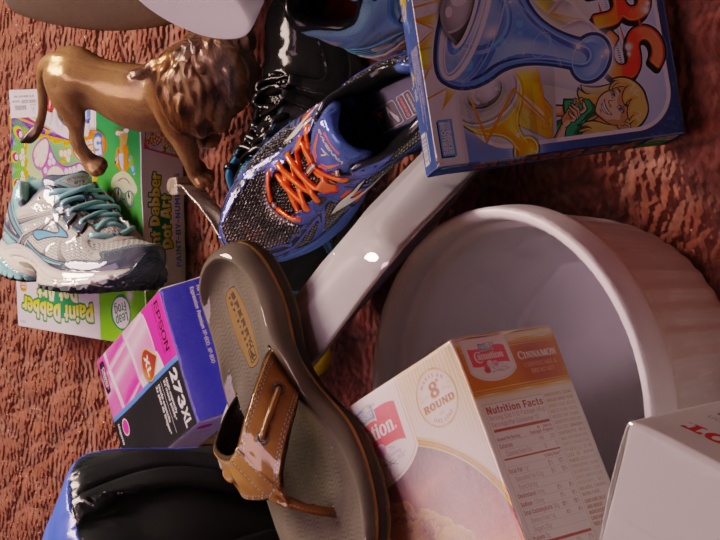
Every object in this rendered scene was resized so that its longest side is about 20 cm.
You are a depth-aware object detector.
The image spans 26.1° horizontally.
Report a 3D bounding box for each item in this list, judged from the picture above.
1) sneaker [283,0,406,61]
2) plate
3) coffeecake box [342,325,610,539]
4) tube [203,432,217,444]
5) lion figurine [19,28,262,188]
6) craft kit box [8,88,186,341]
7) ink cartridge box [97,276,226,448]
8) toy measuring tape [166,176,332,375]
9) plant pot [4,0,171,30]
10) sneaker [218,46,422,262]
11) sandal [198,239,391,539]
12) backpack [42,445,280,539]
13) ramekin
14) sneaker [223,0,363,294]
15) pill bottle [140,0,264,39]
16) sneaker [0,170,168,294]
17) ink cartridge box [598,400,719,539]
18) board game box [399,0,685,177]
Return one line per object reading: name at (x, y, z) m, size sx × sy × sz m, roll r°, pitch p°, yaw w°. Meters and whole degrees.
sneaker at (0.030, -0.178, 0.898) m, size 0.199 × 0.089 × 0.079 m, roll -31°, pitch 71°, yaw 45°
plate at (0.000, 0.000, 0.879) m, size 0.032 × 0.200 × 0.200 m, roll 40°, pitch 129°, yaw 1°
coffeecake box at (0.056, 0.151, 0.757) m, size 0.153 × 0.073 × 0.202 m, roll -37°, pitch 66°, yaw 45°
tube at (-0.119, 0.097, 1.137) m, size 0.199 × 0.052 × 0.058 m, roll -6°, pitch 48°, yaw 53°
lion figurine at (-0.159, -0.122, 1.067) m, size 0.123 × 0.198 × 0.073 m, roll 76°, pitch -161°, yaw -52°
craft kit box at (-0.210, -0.047, 1.226) m, size 0.199 × 0.048 × 0.200 m, roll 4°, pitch 100°, yaw 49°
ink cartridge box at (-0.128, 0.073, 1.068) m, size 0.200 × 0.037 × 0.096 m, roll -40°, pitch 64°, yaw 55°
toy measuring tape at (-0.083, 0.014, 1.067) m, size 0.200 × 0.073 × 0.074 m, roll 45°, pitch 125°, yaw 36°
plant pot at (-0.136, -0.243, 1.033) m, size 0.133 × 0.200 × 0.202 m, roll 22°, pitch 115°, yaw 8°
sneaker at (-0.014, -0.074, 0.917) m, size 0.200 × 0.078 × 0.076 m, roll -40°, pitch 81°, yaw 20°
sandal at (-0.047, 0.072, 0.774) m, size 0.082 × 0.054 × 0.201 m, roll -45°, pitch 58°, yaw 42°
backpack at (-0.089, 0.198, 0.887) m, size 0.169 × 0.199 × 0.163 m, roll -63°, pitch 39°, yaw 25°
ramekin at (0.109, 0.064, 0.822) m, size 0.199 × 0.104 × 0.202 m, roll 8°, pitch 101°, yaw 48°
sneaker at (-0.044, -0.084, 1.000) m, size 0.073 × 0.081 × 0.202 m, roll -6°, pitch 87°, yaw 52°
pill bottle at (-0.064, -0.245, 0.921) m, size 0.112 × 0.112 × 0.201 m, roll 2°, pitch 63°, yaw 49°
sneaker at (-0.211, -0.030, 1.142) m, size 0.199 × 0.077 × 0.087 m, roll 8°, pitch 97°, yaw 48°
ink cartridge box at (0.213, 0.110, 0.632) m, size 0.146 × 0.199 × 0.085 m, roll 26°, pitch 113°, yaw 44°
board game box at (0.086, -0.158, 0.807) m, size 0.034 × 0.134 × 0.202 m, roll 148°, pitch 113°, yaw -81°
